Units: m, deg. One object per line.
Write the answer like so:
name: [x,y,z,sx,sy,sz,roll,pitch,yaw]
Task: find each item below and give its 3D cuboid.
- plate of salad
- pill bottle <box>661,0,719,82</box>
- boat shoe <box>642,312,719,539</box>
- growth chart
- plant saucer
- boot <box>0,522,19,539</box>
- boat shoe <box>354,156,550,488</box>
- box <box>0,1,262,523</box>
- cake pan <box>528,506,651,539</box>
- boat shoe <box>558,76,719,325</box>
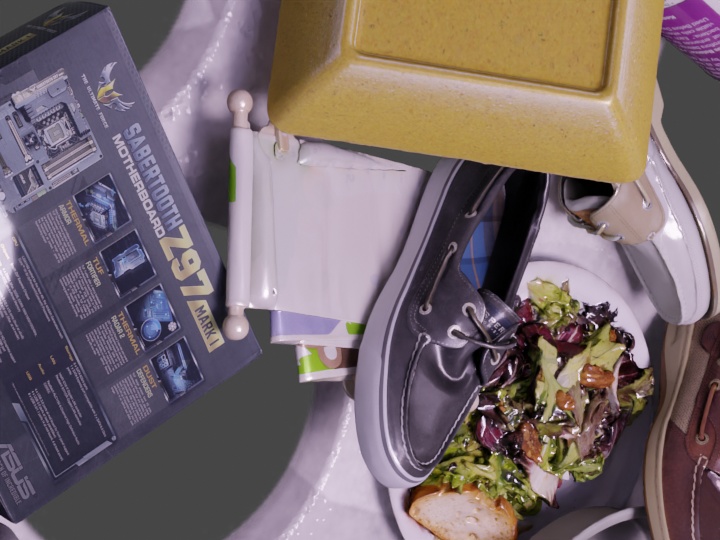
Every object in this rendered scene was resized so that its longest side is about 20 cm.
plate of salad: [0.102,0.095,1.127,0.199,0.048,0.202,-7,104,-32]
pill bottle: [0.215,-0.172,1.107,0.199,0.112,0.113,32,82,-35]
boat shoe: [0.216,0.102,1.141,0.072,0.072,0.201,46,44,-39]
growth chart: [0.000,0.000,1.019,0.199,0.018,0.146,17,72,-44]
plant saucer: [0.063,-0.158,0.972,0.198,0.048,0.202,8,84,-6]
boot: [-0.129,0.182,0.984,0.131,0.070,0.201,-31,129,-27]
boat shoe: [0.057,0.020,1.017,0.070,0.066,0.201,43,56,-35]
box: [-0.153,-0.005,0.931,0.157,0.051,0.201,-34,117,-24]
cake pan: [0.128,0.227,1.157,0.199,0.037,0.202,-21,122,-36]
boat shoe: [0.147,-0.050,1.117,0.068,0.075,0.201,-31,109,-18]
